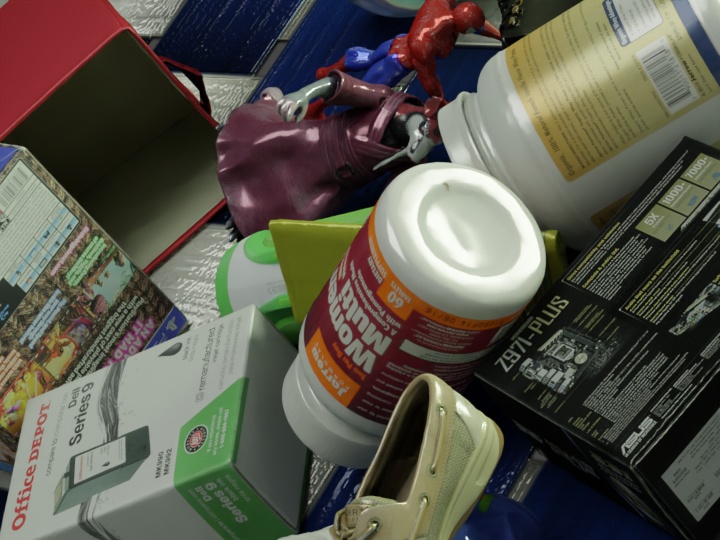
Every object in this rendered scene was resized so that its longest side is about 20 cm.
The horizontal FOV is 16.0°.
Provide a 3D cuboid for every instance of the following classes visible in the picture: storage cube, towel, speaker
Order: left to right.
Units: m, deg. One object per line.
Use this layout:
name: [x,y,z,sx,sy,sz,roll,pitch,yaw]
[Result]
storage cube: [-0.216,-0.107,1.974,0.200,0.171,0.180,-42,33,0]
speaker: [0.000,0.000,1.724,0.199,0.088,0.089,-12,44,35]
towel: [0.042,0.005,1.633,0.199,0.086,0.018,4,38,24]

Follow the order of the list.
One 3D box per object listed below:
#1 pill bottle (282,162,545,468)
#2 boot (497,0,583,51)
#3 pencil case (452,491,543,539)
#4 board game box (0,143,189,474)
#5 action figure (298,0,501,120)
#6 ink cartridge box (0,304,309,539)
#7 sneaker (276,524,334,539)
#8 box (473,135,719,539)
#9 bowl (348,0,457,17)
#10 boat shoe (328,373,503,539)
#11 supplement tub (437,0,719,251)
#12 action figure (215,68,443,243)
pill bottle: [0.027,0.033,1.574,0.200,0.109,0.110,123,164,-47]
boot: [0.098,-0.201,1.755,0.199,0.078,0.139,21,44,12]
pencil case: [0.049,0.215,1.445,0.078,0.087,0.201,-16,41,32]
board game box: [-0.250,0.031,1.830,0.097,0.200,0.160,10,59,50]
action figure: [0.048,-0.140,1.861,0.200,0.099,0.065,-30,32,55]
ink cartridge box: [-0.136,0.130,1.715,0.199,0.084,0.146,-23,38,25]
sneaker: [-0.035,0.203,1.541,0.099,0.078,0.200,-20,-10,-35]
box: [0.193,0.039,1.495,0.200,0.086,0.164,-48,35,-10]
bowl: [0.036,-0.268,1.900,0.200,0.201,0.105,-37,47,6]
boat shoe: [0.011,0.150,1.418,0.072,0.065,0.201,-6,49,51]
supplement tub: [0.163,-0.101,1.624,0.199,0.144,0.145,-30,36,15]
action figure: [-0.005,-0.080,1.829,0.199,0.134,0.149,-18,12,29]
